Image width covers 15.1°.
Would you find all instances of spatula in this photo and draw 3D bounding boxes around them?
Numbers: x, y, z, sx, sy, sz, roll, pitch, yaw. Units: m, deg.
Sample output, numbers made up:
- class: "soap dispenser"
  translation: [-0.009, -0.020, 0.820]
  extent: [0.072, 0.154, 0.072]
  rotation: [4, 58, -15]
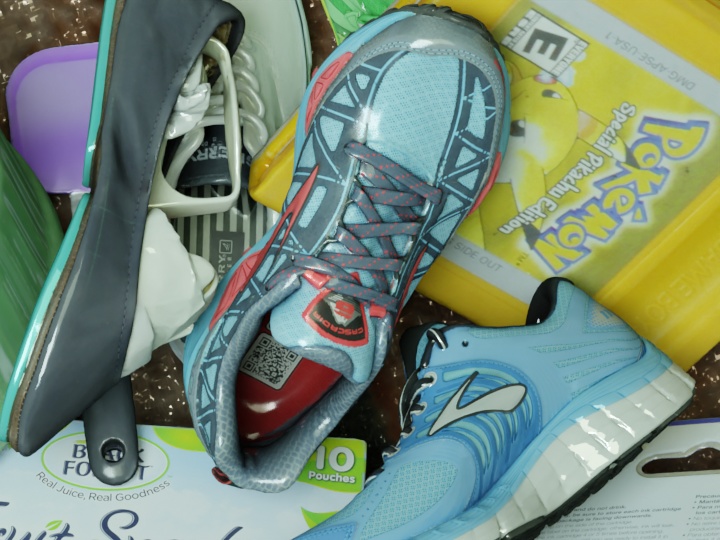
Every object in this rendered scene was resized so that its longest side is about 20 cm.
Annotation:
- class: "spatula"
  translation: [-0.108, -0.005, 1.089]
  extent: [0.056, 0.021, 0.201]
  rotation: [-6, 58, -6]

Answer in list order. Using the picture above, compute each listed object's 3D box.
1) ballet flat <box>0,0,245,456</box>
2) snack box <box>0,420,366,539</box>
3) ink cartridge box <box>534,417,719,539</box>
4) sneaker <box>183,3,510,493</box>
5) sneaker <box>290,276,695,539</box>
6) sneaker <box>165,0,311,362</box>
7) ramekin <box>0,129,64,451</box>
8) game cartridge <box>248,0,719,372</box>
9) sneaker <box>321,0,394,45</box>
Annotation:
- class: "ballet flat"
  translation: [-0.081, -0.021, 1.019]
  extent: [0.073, 0.073, 0.201]
  rotation: [13, 67, -3]
- class: "snack box"
  translation: [-0.101, 0.129, 1.043]
  extent: [0.199, 0.053, 0.143]
  rotation: [4, 53, 1]
- class: "ink cartridge box"
  translation: [0.117, 0.133, 1.019]
  extent: [0.195, 0.200, 0.043]
  rotation: [-6, 123, 28]
- class: "sneaker"
  translation: [0.000, 0.000, 0.992]
  extent: [0.079, 0.096, 0.201]
  rotation: [21, 116, -13]
- class: "sneaker"
  translation: [0.031, 0.069, 1.023]
  extent: [0.200, 0.078, 0.090]
  rotation: [-32, 77, -35]
- class: "sneaker"
  translation: [-0.052, -0.058, 1.100]
  extent: [0.073, 0.071, 0.201]
  rotation: [-4, 82, -6]
- class: "ramekin"
  translation: [-0.216, -0.006, 1.033]
  extent: [0.199, 0.098, 0.201]
  rotation: [-2, 63, 4]
- class: "game cartridge"
  translation: [0.086, -0.043, 1.048]
  extent: [0.200, 0.033, 0.176]
  rotation: [30, 124, -22]
- class: "sneaker"
  translation: [0.023, -0.098, 1.106]
  extent: [0.074, 0.084, 0.201]
  rotation: [-27, 86, -9]
